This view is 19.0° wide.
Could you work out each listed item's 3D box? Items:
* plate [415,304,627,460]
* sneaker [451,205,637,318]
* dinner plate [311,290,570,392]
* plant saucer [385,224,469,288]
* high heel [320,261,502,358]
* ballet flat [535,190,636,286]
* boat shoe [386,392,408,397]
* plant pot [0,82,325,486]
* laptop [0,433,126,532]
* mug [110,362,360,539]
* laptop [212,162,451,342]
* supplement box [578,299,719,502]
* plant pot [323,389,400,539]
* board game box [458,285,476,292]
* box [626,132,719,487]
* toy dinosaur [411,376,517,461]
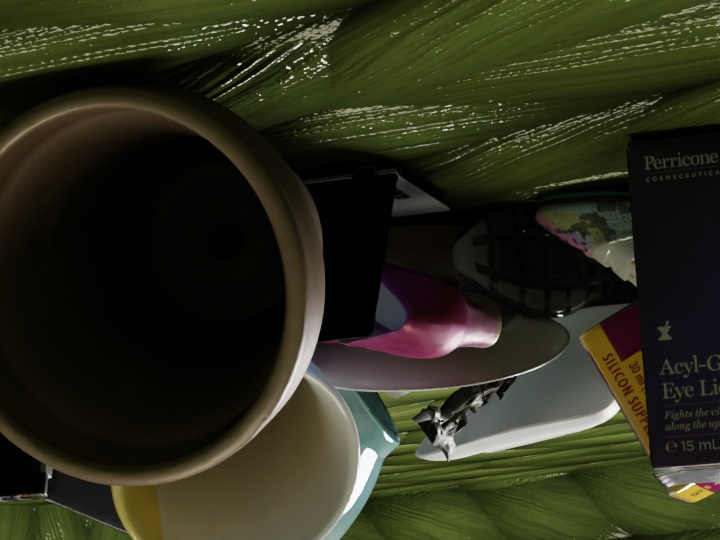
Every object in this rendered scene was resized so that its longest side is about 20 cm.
[{"bbox_3d":[0.162,0.078,1.684,0.200,0.032,0.200,-19,-158,43],"label":"plate"},{"bbox_3d":[0.134,0.001,1.483,0.199,0.076,0.079,5,169,-38],"label":"sneaker"},{"bbox_3d":[0.040,0.041,1.435,0.199,0.024,0.200,-3,-164,1],"label":"dinner plate"},{"bbox_3d":[0.000,0.000,1.507,0.199,0.037,0.200,-4,173,-1],"label":"plant saucer"},{"bbox_3d":[-0.015,0.020,1.338,0.199,0.068,0.096,17,-175,36],"label":"high heel"},{"bbox_3d":[0.214,-0.022,1.393,0.199,0.072,0.069,-5,171,8],"label":"ballet flat"},{"bbox_3d":[-0.005,0.053,1.763,0.070,0.071,0.200,47,171,-18],"label":"boat shoe"},{"bbox_3d":[-0.097,-0.002,1.132,0.199,0.201,0.175,-7,-174,17],"label":"plant pot"},{"bbox_3d":[-0.209,0.089,1.412,0.199,0.188,0.116,-5,146,10],"label":"laptop"},{"bbox_3d":[-0.101,0.076,1.314,0.186,0.149,0.153,40,-171,-26],"label":"mug"},{"bbox_3d":[-0.055,0.005,1.321,0.186,0.117,0.200,-6,170,17],"label":"laptop"},{"bbox_3d":[0.272,0.054,1.469,0.200,0.131,0.103,-33,162,10],"label":"supplement box"},{"bbox_3d":[-0.056,0.111,1.548,0.134,0.201,0.200,-33,166,6],"label":"plant pot"},{"bbox_3d":[0.140,0.011,1.671,0.135,0.028,0.200,6,166,-41],"label":"board game box"},{"bbox_3d":[0.239,0.021,1.270,0.147,0.201,0.104,-7,169,12],"label":"box"},{"bbox_3d":[0.082,0.054,1.614,0.136,0.102,0.200,-36,147,3],"label":"toy dinosaur"}]
